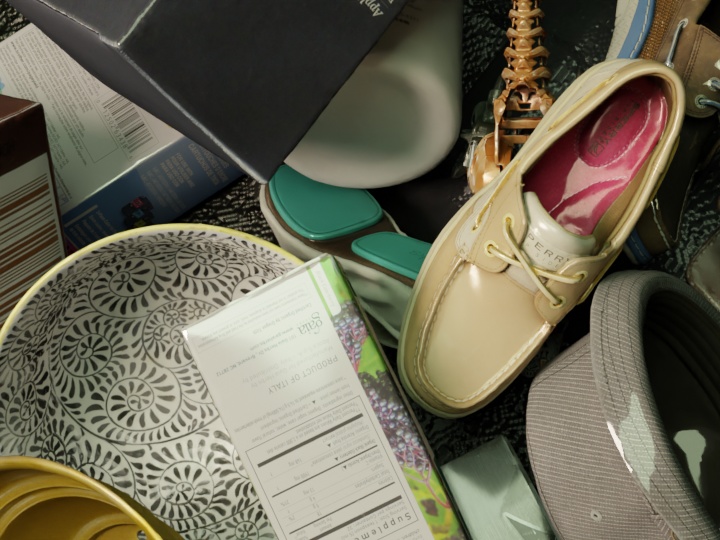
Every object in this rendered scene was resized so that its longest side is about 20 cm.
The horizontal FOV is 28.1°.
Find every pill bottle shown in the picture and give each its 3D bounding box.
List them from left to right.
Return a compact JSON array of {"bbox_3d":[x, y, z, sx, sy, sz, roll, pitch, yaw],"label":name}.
[{"bbox_3d":[0.004,-0.158,0.842,0.113,0.115,0.201,-4,54,11],"label":"pill bottle"}]

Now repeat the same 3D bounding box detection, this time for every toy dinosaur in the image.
[{"bbox_3d":[0.097,-0.049,0.769,0.101,0.136,0.201,20,115,4],"label":"toy dinosaur"}]

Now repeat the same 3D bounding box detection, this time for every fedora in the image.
[{"bbox_3d":[0.150,0.099,0.702,0.090,0.200,0.177,-30,27,32],"label":"fedora"}]

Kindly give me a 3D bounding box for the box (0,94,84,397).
[{"bbox_3d":[-0.280,-0.001,0.770,0.199,0.167,0.164,11,31,30],"label":"box"}]

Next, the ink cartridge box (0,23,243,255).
[{"bbox_3d":[-0.144,-0.099,0.881,0.199,0.076,0.137,-33,64,0],"label":"ink cartridge box"}]

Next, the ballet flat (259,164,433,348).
[{"bbox_3d":[0.000,0.000,0.805,0.069,0.070,0.200,-46,40,-8],"label":"ballet flat"}]

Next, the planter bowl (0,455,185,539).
[{"bbox_3d":[-0.128,0.178,0.703,0.199,0.083,0.202,5,100,27],"label":"planter bowl"}]

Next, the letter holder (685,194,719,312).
[{"bbox_3d":[0.278,0.000,0.734,0.200,0.101,0.142,39,82,24],"label":"letter holder"}]

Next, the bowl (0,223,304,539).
[{"bbox_3d":[-0.097,0.058,0.778,0.199,0.094,0.202,-3,109,-7],"label":"bowl"}]

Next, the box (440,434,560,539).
[{"bbox_3d":[0.024,0.201,0.734,0.199,0.048,0.159,-27,65,1],"label":"box"}]

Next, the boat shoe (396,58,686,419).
[{"bbox_3d":[0.085,-0.019,0.679,0.073,0.069,0.201,33,86,-4],"label":"boat shoe"}]

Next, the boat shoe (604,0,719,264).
[{"bbox_3d":[0.171,-0.096,0.769,0.072,0.072,0.201,-7,56,29],"label":"boat shoe"}]

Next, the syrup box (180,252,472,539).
[{"bbox_3d":[-0.003,0.100,0.676,0.081,0.079,0.201,-27,86,1],"label":"syrup box"}]

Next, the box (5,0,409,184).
[{"bbox_3d":[-0.070,-0.180,0.746,0.200,0.117,0.196,-52,40,-4],"label":"box"}]
